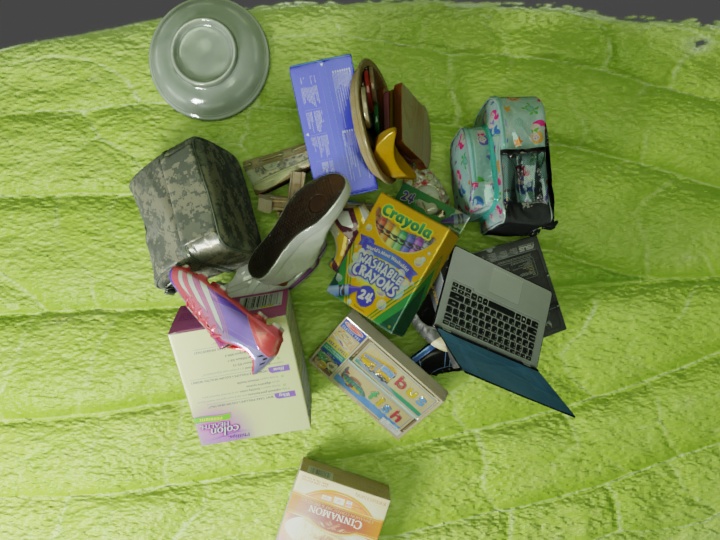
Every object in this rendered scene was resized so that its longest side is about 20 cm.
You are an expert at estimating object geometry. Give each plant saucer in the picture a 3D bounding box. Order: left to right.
[{"bbox_3d":[-0.247,-0.345,1.094,0.198,0.050,0.202,0,91,1],"label":"plant saucer"}]

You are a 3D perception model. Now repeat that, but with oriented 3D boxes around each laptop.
[{"bbox_3d":[0.210,0.079,0.952,0.186,0.116,0.201,24,71,-19],"label":"laptop"}]

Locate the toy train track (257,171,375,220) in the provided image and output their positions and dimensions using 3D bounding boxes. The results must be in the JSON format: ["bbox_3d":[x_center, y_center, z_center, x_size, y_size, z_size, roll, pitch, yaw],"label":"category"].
[{"bbox_3d":[-0.063,-0.095,1.083,0.198,0.033,0.115,3,127,-11],"label":"toy train track"}]

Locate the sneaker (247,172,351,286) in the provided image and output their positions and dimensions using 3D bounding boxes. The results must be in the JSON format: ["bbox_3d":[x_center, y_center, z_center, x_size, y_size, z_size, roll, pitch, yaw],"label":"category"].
[{"bbox_3d":[-0.078,-0.058,1.014,0.200,0.085,0.073,-46,56,12],"label":"sneaker"}]

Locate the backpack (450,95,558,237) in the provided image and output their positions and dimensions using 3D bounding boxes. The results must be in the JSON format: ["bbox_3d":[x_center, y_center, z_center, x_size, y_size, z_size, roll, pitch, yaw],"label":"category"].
[{"bbox_3d":[0.213,-0.159,1.030,0.149,0.178,0.202,4,85,-2],"label":"backpack"}]

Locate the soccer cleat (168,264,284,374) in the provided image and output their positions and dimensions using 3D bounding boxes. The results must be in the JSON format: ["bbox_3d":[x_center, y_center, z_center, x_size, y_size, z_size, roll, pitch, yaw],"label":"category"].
[{"bbox_3d":[-0.196,0.063,0.941,0.199,0.067,0.077,32,78,13],"label":"soccer cleat"}]

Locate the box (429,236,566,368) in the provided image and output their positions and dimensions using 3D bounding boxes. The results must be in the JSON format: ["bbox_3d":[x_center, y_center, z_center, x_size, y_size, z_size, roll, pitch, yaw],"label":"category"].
[{"bbox_3d":[0.209,0.045,1.049,0.199,0.048,0.160,-16,87,-26],"label":"box"}]

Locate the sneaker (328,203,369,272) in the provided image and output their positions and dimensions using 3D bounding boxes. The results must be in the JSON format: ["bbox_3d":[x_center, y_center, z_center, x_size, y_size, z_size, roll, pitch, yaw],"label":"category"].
[{"bbox_3d":[0.000,0.000,1.082,0.089,0.075,0.201,-18,96,3],"label":"sneaker"}]

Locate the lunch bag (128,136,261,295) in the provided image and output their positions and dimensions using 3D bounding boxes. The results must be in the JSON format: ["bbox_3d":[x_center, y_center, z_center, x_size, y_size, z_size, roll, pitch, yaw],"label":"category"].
[{"bbox_3d":[-0.263,-0.082,1.044,0.167,0.139,0.201,-23,74,17],"label":"lunch bag"}]

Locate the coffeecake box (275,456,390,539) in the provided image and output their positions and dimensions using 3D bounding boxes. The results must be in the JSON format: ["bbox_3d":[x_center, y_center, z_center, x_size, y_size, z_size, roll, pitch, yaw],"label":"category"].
[{"bbox_3d":[-0.055,0.427,1.096,0.152,0.073,0.201,18,92,-1],"label":"coffeecake box"}]

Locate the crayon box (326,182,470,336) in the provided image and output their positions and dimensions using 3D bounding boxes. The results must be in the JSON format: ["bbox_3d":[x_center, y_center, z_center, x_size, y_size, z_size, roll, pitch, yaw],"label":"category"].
[{"bbox_3d":[0.054,-0.023,0.992,0.125,0.052,0.201,31,93,27],"label":"crayon box"}]

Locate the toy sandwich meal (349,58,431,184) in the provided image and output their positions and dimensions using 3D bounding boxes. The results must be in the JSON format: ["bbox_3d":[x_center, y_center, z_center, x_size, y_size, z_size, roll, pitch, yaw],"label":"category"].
[{"bbox_3d":[0.048,-0.220,1.014,0.070,0.205,0.207,-8,91,20],"label":"toy sandwich meal"}]

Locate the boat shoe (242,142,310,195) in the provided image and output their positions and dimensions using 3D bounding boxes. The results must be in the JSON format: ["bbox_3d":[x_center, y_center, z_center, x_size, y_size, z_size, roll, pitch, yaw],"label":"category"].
[{"bbox_3d":[-0.092,-0.189,1.083,0.199,0.073,0.063,-28,93,2],"label":"boat shoe"}]

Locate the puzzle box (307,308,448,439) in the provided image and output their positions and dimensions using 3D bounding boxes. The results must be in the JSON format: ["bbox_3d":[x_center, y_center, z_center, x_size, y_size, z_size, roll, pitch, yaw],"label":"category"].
[{"bbox_3d":[0.025,0.167,1.076,0.200,0.025,0.133,41,128,1],"label":"puzzle box"}]

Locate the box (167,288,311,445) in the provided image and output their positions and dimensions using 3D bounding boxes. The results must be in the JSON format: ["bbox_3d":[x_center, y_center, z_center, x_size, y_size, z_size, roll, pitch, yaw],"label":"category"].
[{"bbox_3d":[-0.177,0.148,1.049,0.175,0.097,0.201,-10,112,1],"label":"box"}]

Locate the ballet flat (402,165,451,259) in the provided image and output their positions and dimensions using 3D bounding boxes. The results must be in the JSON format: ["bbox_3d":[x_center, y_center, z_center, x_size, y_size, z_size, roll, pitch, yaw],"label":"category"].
[{"bbox_3d":[0.119,-0.075,1.088,0.075,0.064,0.201,-18,90,0],"label":"ballet flat"}]

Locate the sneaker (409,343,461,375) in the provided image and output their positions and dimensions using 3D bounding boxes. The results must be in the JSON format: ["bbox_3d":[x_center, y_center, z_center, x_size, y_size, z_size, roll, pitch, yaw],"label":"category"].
[{"bbox_3d":[0.151,0.136,1.088,0.199,0.070,0.078,-33,83,0],"label":"sneaker"}]

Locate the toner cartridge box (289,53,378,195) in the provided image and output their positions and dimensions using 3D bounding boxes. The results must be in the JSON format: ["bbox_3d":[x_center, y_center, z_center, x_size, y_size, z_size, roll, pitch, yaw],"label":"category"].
[{"bbox_3d":[-0.040,-0.211,1.020,0.094,0.043,0.202,-12,100,-4],"label":"toner cartridge box"}]

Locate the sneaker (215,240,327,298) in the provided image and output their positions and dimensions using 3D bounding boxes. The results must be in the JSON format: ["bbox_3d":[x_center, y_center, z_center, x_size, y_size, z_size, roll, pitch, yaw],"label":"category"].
[{"bbox_3d":[-0.145,-0.003,1.087,0.200,0.075,0.100,-37,92,1],"label":"sneaker"}]

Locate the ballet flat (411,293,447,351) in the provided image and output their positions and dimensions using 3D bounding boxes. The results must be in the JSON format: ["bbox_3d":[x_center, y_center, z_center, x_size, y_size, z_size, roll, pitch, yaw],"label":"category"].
[{"bbox_3d":[0.095,0.034,1.048,0.066,0.057,0.201,-26,84,-17],"label":"ballet flat"}]
